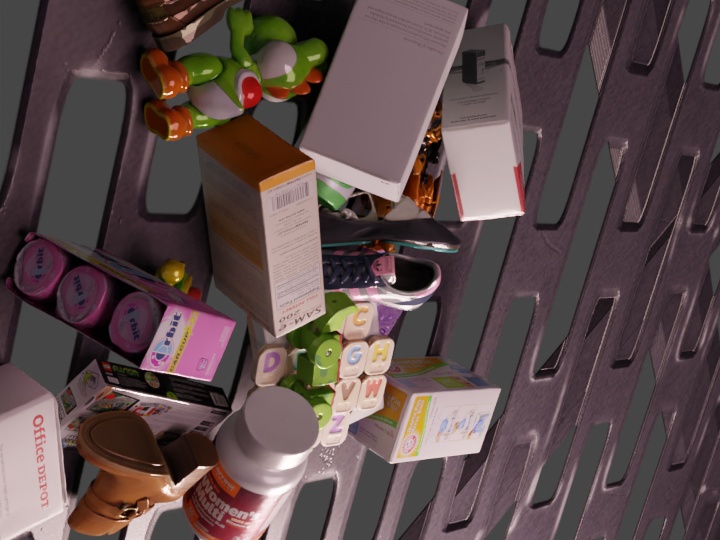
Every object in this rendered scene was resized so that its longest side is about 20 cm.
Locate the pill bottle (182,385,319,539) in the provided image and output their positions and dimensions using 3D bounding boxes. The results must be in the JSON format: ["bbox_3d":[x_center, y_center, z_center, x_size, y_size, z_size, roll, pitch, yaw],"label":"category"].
[{"bbox_3d":[-0.125,0.226,1.510,0.109,0.110,0.201,-21,154,-41],"label":"pill bottle"}]

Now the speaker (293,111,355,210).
[{"bbox_3d":[-0.009,-0.173,1.502,0.088,0.088,0.201,36,82,-52],"label":"speaker"}]

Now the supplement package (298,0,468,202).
[{"bbox_3d":[0.024,-0.192,1.404,0.117,0.116,0.202,92,19,-83],"label":"supplement package"}]

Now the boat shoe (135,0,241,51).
[{"bbox_3d":[-0.137,-0.297,1.290,0.200,0.072,0.068,-49,127,-31],"label":"boat shoe"}]

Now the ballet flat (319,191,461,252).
[{"bbox_3d":[0.022,-0.058,1.548,0.073,0.198,0.074,-178,-90,-89],"label":"ballet flat"}]

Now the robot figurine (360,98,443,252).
[{"bbox_3d":[0.057,-0.126,1.620,0.144,0.058,0.202,-8,112,-48],"label":"robot figurine"}]

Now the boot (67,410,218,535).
[{"bbox_3d":[-0.264,0.221,1.402,0.155,0.077,0.199,-36,156,21],"label":"boot"}]

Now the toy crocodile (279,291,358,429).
[{"bbox_3d":[-0.050,0.118,1.524,0.061,0.067,0.202,-6,116,-35],"label":"toy crocodile"}]

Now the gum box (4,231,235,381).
[{"bbox_3d":[-0.233,0.031,1.266,0.113,0.199,0.067,20,94,-60],"label":"gum box"}]

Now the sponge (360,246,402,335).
[{"bbox_3d":[-0.006,0.068,1.686,0.201,0.030,0.112,-58,140,-8],"label":"sponge"}]

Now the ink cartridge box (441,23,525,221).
[{"bbox_3d":[0.151,-0.182,1.607,0.201,0.083,0.145,-83,163,-46],"label":"ink cartridge box"}]

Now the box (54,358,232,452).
[{"bbox_3d":[-0.241,0.156,1.415,0.110,0.035,0.199,-41,148,19],"label":"box"}]

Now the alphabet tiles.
[{"bbox_3d":[-0.047,0.131,1.589,0.199,0.015,0.197,-2,114,-36],"label":"alphabet tiles"}]

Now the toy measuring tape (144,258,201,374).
[{"bbox_3d":[-0.212,0.061,1.424,0.073,0.073,0.201,-26,145,-39],"label":"toy measuring tape"}]

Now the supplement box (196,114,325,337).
[{"bbox_3d":[-0.105,-0.047,1.413,0.073,0.126,0.201,-26,133,-28],"label":"supplement box"}]

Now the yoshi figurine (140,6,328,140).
[{"bbox_3d":[-0.132,-0.208,1.353,0.199,0.112,0.113,-20,90,-27],"label":"yoshi figurine"}]

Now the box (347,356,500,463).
[{"bbox_3d":[0.079,0.185,1.786,0.199,0.112,0.102,2,110,-50],"label":"box"}]

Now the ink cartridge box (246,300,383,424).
[{"bbox_3d":[-0.051,0.109,1.618,0.161,0.050,0.201,-23,128,-26],"label":"ink cartridge box"}]

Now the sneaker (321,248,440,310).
[{"bbox_3d":[0.000,0.000,1.534,0.198,0.082,0.071,3,70,-21],"label":"sneaker"}]

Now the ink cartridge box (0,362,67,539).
[{"bbox_3d":[-0.391,0.198,1.261,0.199,0.083,0.148,-25,128,-39],"label":"ink cartridge box"}]
